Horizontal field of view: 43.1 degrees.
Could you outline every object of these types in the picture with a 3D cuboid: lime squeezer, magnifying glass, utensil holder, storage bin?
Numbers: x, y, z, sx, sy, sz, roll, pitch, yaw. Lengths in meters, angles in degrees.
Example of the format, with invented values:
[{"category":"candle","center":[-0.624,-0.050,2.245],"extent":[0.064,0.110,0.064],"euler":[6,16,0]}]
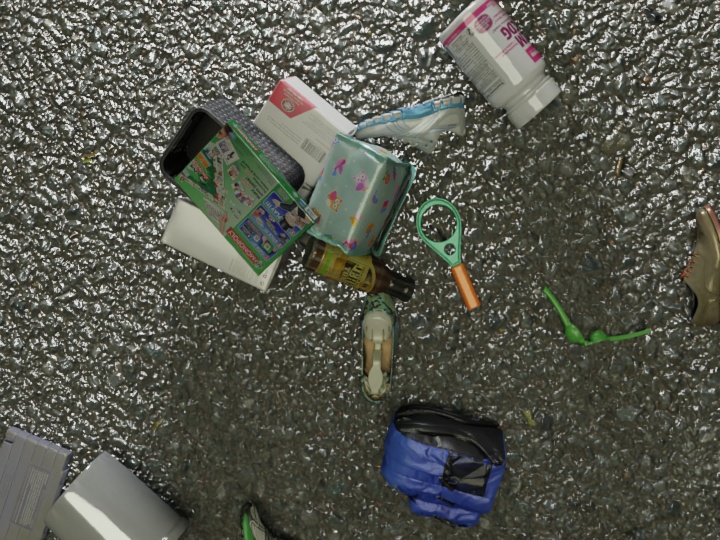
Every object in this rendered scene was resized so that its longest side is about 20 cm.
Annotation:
[{"category":"lime squeezer","center":[0.396,0.099,1.573],"extent":[0.196,0.038,0.072],"euler":[22,66,2]},{"category":"magnifying glass","center":[0.157,-0.029,1.576],"extent":[0.078,0.022,0.203],"euler":[-23,94,6]},{"category":"utensil holder","center":[-0.425,0.442,1.589],"extent":[0.200,0.170,0.170],"euler":[42,97,0]},{"category":"storage bin","center":[-0.204,-0.160,1.463],"extent":[0.199,0.094,0.136],"euler":[41,113,-1]}]

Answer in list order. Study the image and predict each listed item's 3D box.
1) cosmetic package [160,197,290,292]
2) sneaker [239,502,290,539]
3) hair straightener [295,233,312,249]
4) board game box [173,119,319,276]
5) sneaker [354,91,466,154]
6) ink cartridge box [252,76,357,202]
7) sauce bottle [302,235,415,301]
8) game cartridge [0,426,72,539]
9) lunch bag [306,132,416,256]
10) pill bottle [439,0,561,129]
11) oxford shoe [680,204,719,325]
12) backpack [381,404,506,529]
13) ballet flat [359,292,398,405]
[{"category":"cosmetic package","center":[-0.226,-0.046,1.557],"extent":[0.197,0.108,0.086],"euler":[26,98,-1]},{"category":"sneaker","center":[-0.152,0.496,1.630],"extent":[0.084,0.078,0.203],"euler":[-30,102,-1]},{"category":"hair straightener","center":[-0.048,-0.122,1.552],"extent":[0.041,0.077,0.202],"euler":[35,97,1]},{"category":"board game box","center":[-0.177,-0.110,1.407],"extent":[0.134,0.029,0.201],"euler":[-39,95,23]},{"category":"sneaker","center":[0.087,-0.235,1.538],"extent":[0.195,0.075,0.089],"euler":[-12,104,7]},{"category":"ink cartridge box","center":[-0.120,-0.197,1.524],"extent":[0.145,0.085,0.201],"euler":[38,111,0]},{"category":"sauce bottle","center":[0.000,0.000,1.551],"extent":[0.196,0.065,0.066],"euler":[20,97,-15]},{"category":"game cartridge","center":[-0.612,0.402,1.665],"extent":[0.127,0.038,0.204],"euler":[21,96,-2]},{"category":"lunch bag","center":[0.007,-0.118,1.492],"extent":[0.120,0.199,0.173],"euler":[27,99,19]},{"category":"pill bottle","center":[0.231,-0.340,1.494],"extent":[0.113,0.113,0.201],"euler":[-40,93,7]},{"category":"oxford shoe","center":[0.574,-0.005,1.528],"extent":[0.073,0.070,0.205],"euler":[-8,94,10]},{"category":"backpack","center":[0.131,0.329,1.544],"extent":[0.196,0.163,0.171],"euler":[18,100,1]},{"category":"ballet flat","center":[0.032,0.135,1.578],"extent":[0.072,0.074,0.205],"euler":[-1,95,4]}]
